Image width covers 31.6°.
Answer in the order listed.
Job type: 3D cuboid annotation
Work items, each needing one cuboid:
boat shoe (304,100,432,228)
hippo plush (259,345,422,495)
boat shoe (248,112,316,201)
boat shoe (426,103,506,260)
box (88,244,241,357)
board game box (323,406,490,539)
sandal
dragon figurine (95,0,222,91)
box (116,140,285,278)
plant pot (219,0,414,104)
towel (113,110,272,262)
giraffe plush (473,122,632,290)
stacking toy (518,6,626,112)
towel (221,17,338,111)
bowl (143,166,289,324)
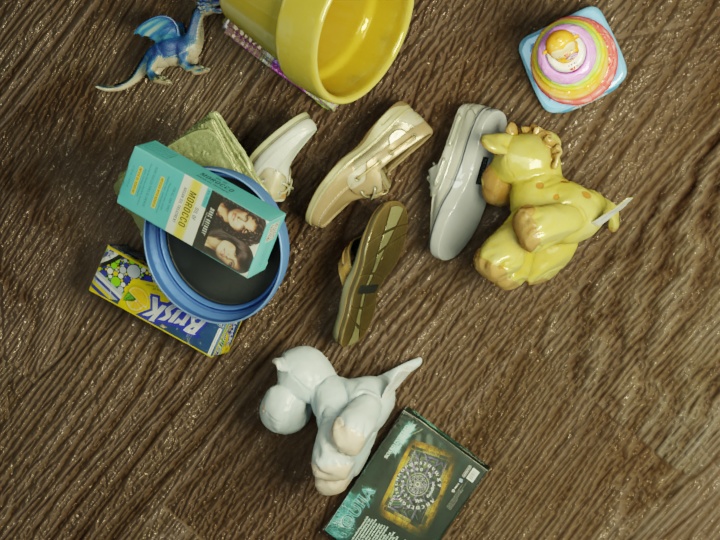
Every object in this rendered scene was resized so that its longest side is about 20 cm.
[{"bbox_3d":[0.009,-0.124,1.629,0.065,0.071,0.200,44,100,9],"label":"boat shoe"},{"bbox_3d":[-0.050,0.167,1.612,0.160,0.159,0.201,30,100,10],"label":"hippo plush"},{"bbox_3d":[-0.120,-0.120,1.665,0.068,0.075,0.200,48,113,6],"label":"boat shoe"},{"bbox_3d":[0.120,-0.115,1.611,0.070,0.071,0.201,25,104,39],"label":"boat shoe"},{"bbox_3d":[-0.258,0.039,1.708,0.199,0.064,0.070,28,99,12],"label":"box"},{"bbox_3d":[0.059,0.297,1.657,0.135,0.028,0.201,36,101,10],"label":"board game box"},{"bbox_3d":[0.000,0.000,1.643,0.054,0.080,0.201,28,104,33],"label":"sandal"},{"bbox_3d":[-0.262,-0.303,1.696,0.199,0.059,0.100,-15,89,14],"label":"dragon figurine"},{"bbox_3d":[-0.196,-0.076,1.557,0.199,0.049,0.083,29,113,14],"label":"box"},{"bbox_3d":[-0.064,-0.332,1.564,0.188,0.200,0.202,30,100,27],"label":"plant pot"},{"bbox_3d":[-0.219,-0.100,1.652,0.199,0.036,0.149,-29,90,26],"label":"towel"},{"bbox_3d":[0.207,-0.094,1.547,0.199,0.172,0.163,-35,69,15],"label":"giraffe plush"},{"bbox_3d":[0.245,-0.255,1.496,0.116,0.200,0.110,-24,86,13],"label":"stacking toy"},{"bbox_3d":[-0.072,-0.320,1.666,0.200,0.023,0.144,38,100,9],"label":"towel"},{"bbox_3d":[-0.180,-0.034,1.611,0.199,0.039,0.202,6,106,22],"label":"bowl"}]
